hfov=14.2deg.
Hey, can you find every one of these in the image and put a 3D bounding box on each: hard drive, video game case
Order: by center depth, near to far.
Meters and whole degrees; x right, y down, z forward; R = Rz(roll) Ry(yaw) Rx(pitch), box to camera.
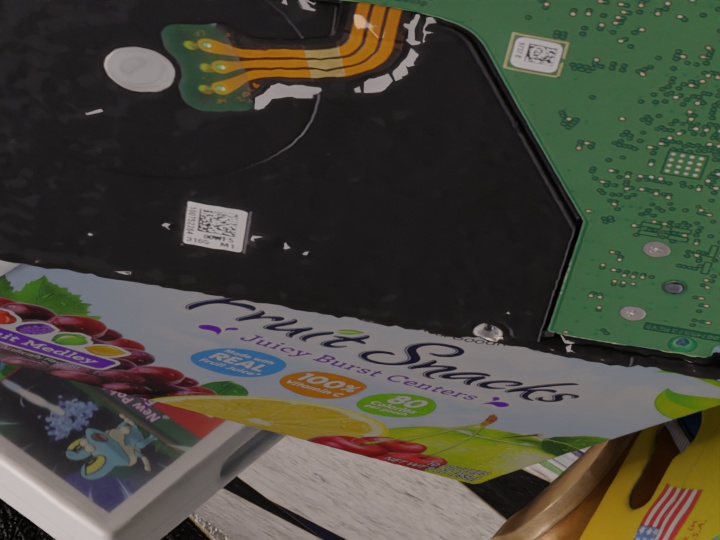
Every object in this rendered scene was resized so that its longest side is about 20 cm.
[{"bbox_3d":[-0.007,-0.044,0.521,0.199,0.038,0.140,10,146,-1],"label":"hard drive"},{"bbox_3d":[-0.087,-0.009,0.927,0.200,0.182,0.023,33,142,28],"label":"video game case"}]

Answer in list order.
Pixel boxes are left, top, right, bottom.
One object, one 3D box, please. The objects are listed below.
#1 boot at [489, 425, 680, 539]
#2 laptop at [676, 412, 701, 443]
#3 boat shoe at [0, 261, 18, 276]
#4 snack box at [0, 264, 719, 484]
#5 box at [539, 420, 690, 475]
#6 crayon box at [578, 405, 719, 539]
[{"bbox_3d":[0.117,0.123,0.974,0.144,0.071,0.201,51,-177,10],"label":"boot"},{"bbox_3d":[0.229,0.104,1.058,0.200,0.116,0.187,-15,141,37],"label":"laptop"},{"bbox_3d":[-0.121,-0.033,0.645,0.086,0.075,0.202,2,158,-26],"label":"boat shoe"},{"bbox_3d":[0.000,0.000,0.750,0.200,0.053,0.142,16,154,-34],"label":"snack box"},{"bbox_3d":[0.074,0.049,1.149,0.144,0.036,0.200,31,171,38],"label":"box"},{"bbox_3d":[0.149,0.069,0.769,0.051,0.127,0.200,36,170,-32],"label":"crayon box"}]
